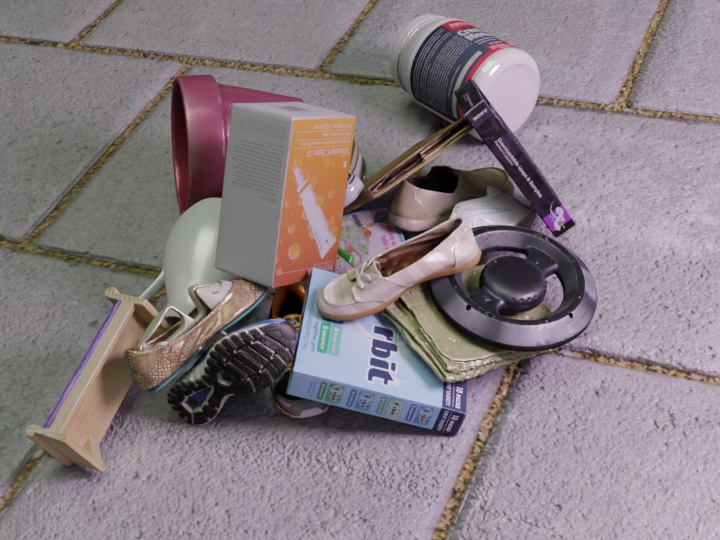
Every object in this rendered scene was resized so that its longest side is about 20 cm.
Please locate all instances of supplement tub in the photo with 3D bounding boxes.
[{"bbox_3d":[0.152,-0.287,1.746,0.140,0.141,0.200,-32,46,-23],"label":"supplement tub"}]

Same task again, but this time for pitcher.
[{"bbox_3d":[-0.220,0.011,1.522,0.170,0.121,0.201,-4,53,22],"label":"pitcher"}]

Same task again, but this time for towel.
[{"bbox_3d":[0.133,0.057,1.387,0.199,0.037,0.149,-15,51,-32],"label":"towel"}]

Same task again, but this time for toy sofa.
[{"bbox_3d":[-0.311,0.125,1.388,0.097,0.083,0.201,11,63,30],"label":"toy sofa"}]

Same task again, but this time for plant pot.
[{"bbox_3d":[-0.168,-0.175,1.670,0.178,0.201,0.201,-3,39,-16],"label":"plant pot"}]

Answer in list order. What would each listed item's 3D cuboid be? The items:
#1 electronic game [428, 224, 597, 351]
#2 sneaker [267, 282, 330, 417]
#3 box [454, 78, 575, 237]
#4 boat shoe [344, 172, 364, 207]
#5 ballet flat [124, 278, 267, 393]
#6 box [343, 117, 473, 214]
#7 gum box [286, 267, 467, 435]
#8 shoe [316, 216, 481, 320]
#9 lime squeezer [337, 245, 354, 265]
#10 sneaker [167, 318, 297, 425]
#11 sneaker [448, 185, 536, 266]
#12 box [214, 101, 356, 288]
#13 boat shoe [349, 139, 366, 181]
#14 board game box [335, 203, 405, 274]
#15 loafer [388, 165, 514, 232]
[{"bbox_3d":[0.178,0.017,1.386,0.198,0.042,0.201,4,44,-3],"label":"electronic game"},{"bbox_3d":[-0.078,0.093,1.420,0.078,0.078,0.201,-12,42,-4],"label":"sneaker"},{"bbox_3d":[0.194,-0.145,1.512,0.036,0.200,0.143,-35,16,10],"label":"box"},{"bbox_3d":[-0.081,-0.109,1.528,0.199,0.071,0.072,-3,39,48],"label":"boat shoe"},{"bbox_3d":[-0.191,0.056,1.374,0.200,0.065,0.070,-44,22,-26],"label":"ballet flat"},{"bbox_3d":[0.049,-0.133,1.564,0.163,0.021,0.200,-37,6,-15],"label":"box"},{"bbox_3d":[0.025,0.091,1.370,0.199,0.045,0.170,14,42,-5],"label":"gum box"},{"bbox_3d":[0.039,-0.005,1.352,0.199,0.054,0.070,-23,42,-3],"label":"shoe"},{"bbox_3d":[-0.081,-0.039,1.557,0.199,0.038,0.071,-1,84,36],"label":"lime squeezer"},{"bbox_3d":[-0.143,0.100,1.372,0.200,0.079,0.089,-32,18,36],"label":"sneaker"},{"bbox_3d":[0.135,-0.039,1.517,0.080,0.071,0.200,41,54,22],"label":"sneaker"},{"bbox_3d":[-0.091,-0.094,1.421,0.097,0.201,0.124,18,18,33],"label":"box"},{"bbox_3d":[-0.022,-0.147,1.653,0.074,0.069,0.200,-30,27,13],"label":"boat shoe"},{"bbox_3d":[0.000,0.000,1.538,0.134,0.034,0.201,-14,41,-3],"label":"board game box"},{"bbox_3d":[0.128,-0.107,1.584,0.199,0.069,0.076,-20,41,-32],"label":"loafer"}]
